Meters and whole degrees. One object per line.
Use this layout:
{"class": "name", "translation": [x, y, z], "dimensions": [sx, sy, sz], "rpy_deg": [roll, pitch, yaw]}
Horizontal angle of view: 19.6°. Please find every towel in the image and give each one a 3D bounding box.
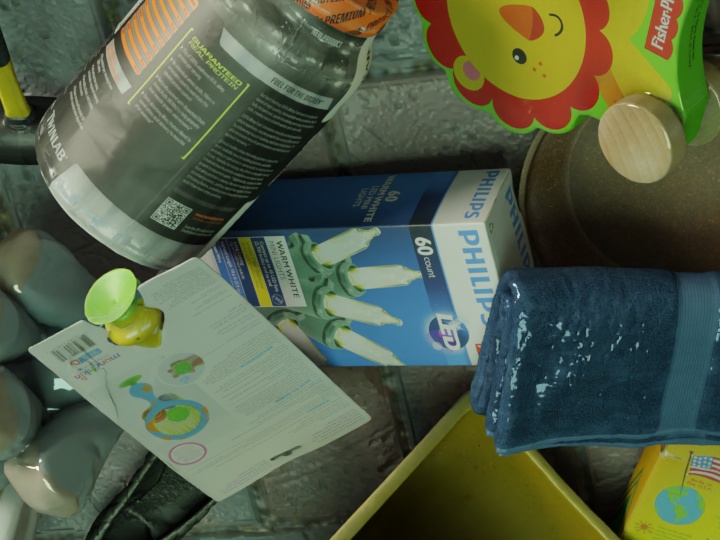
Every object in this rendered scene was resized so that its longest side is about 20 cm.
{"class": "towel", "translation": [0.168, 0.050, 1.177], "dimensions": [0.199, 0.049, 0.112], "rpy_deg": [2, 120, -13]}

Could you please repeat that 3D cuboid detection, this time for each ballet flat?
{"class": "ballet flat", "translation": [-0.122, 0.148, 1.374], "dimensions": [0.066, 0.057, 0.200], "rpy_deg": [30, 124, -11]}

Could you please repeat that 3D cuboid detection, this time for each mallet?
{"class": "mallet", "translation": [-0.193, -0.115, 1.168], "dimensions": [0.065, 0.041, 0.200], "rpy_deg": [4, 156, -2]}

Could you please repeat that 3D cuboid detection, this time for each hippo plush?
{"class": "hippo plush", "translation": [-0.210, 0.058, 1.292], "dimensions": [0.160, 0.200, 0.160], "rpy_deg": [-15, 111, 49]}

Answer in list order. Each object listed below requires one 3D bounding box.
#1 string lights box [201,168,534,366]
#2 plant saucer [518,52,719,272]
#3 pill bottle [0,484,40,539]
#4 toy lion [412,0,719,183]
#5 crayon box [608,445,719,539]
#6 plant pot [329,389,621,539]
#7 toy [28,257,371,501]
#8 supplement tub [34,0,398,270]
{"class": "string lights box", "translation": [0.000, 0.000, 1.229], "dimensions": [0.199, 0.059, 0.103], "rpy_deg": [-2, 125, 25]}
{"class": "plant saucer", "translation": [0.191, -0.044, 1.195], "dimensions": [0.199, 0.037, 0.201], "rpy_deg": [5, 126, 8]}
{"class": "pill bottle", "translation": [-0.318, 0.153, 1.382], "dimensions": [0.199, 0.111, 0.112], "rpy_deg": [14, 126, 1]}
{"class": "toy lion", "translation": [0.110, -0.150, 1.084], "dimensions": [0.191, 0.069, 0.201], "rpy_deg": [33, 137, 24]}
{"class": "crayon box", "translation": [0.229, 0.167, 1.324], "dimensions": [0.126, 0.051, 0.201], "rpy_deg": [18, 126, -2]}
{"class": "plant pot", "translation": [0.039, 0.235, 1.308], "dimensions": [0.196, 0.194, 0.200], "rpy_deg": [47, 139, 0]}
{"class": "toy", "translation": [-0.092, 0.055, 1.220], "dimensions": [0.115, 0.047, 0.200], "rpy_deg": [-28, 141, 15]}
{"class": "supplement tub", "translation": [-0.078, -0.106, 1.144], "dimensions": [0.122, 0.123, 0.200], "rpy_deg": [38, 116, -15]}
